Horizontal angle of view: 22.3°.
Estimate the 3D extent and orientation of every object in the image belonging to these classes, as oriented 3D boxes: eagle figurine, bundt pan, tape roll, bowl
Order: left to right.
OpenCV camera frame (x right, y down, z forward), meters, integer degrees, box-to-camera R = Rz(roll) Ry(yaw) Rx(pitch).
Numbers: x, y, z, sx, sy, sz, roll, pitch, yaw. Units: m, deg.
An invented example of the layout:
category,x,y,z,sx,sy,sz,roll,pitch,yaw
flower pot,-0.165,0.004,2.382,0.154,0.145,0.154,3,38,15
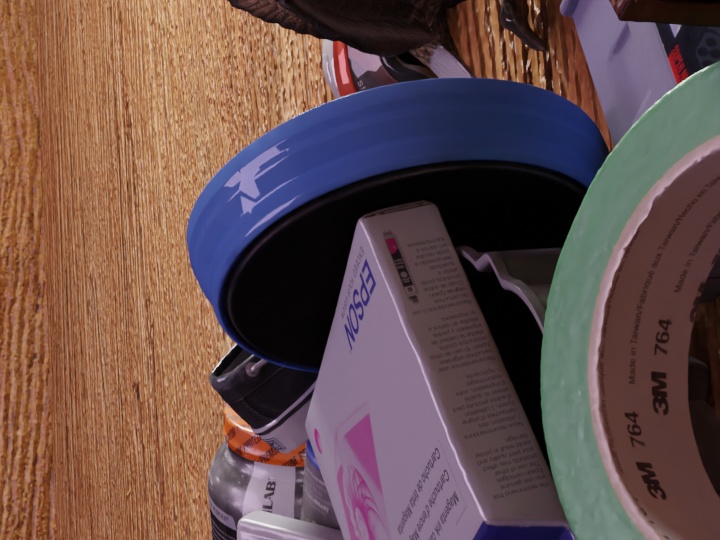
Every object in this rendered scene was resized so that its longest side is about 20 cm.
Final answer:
category,x,y,z,sx,sy,sz,roll,pitch,yaw
eagle figurine,-0.007,-0.160,0.920,0.152,0.199,0.151,101,161,-53
bowl,0.022,-0.012,0.836,0.201,0.200,0.040,114,148,-54
bundt pan,0.095,0.080,0.776,0.202,0.075,0.203,167,90,-72
tape roll,0.142,0.029,0.591,0.200,0.048,0.202,-12,74,51

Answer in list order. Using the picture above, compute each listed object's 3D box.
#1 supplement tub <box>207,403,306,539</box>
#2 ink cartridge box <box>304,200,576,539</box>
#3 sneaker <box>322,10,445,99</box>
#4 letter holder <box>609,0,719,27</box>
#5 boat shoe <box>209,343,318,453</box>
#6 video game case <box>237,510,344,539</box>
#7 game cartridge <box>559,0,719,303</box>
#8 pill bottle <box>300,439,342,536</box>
category,x,y,z,sx,sy,sz,roll,pitch,yaw
supplement tub,-0.029,0.172,1.109,0.123,0.122,0.201,-131,35,-65
ink cartridge box,0.032,0.105,0.799,0.197,0.043,0.201,106,148,-56
sneaker,0.026,-0.191,1.084,0.082,0.077,0.201,-10,80,45
letter holder,0.130,-0.204,0.652,0.142,0.100,0.201,109,154,-44
boat shoe,-0.001,0.000,0.962,0.199,0.068,0.074,-48,17,-7
video game case,0.022,0.229,0.926,0.199,0.023,0.183,9,106,32
game cartridge,0.131,-0.104,0.763,0.130,0.038,0.201,106,157,-53
pill bottle,0.021,0.171,0.996,0.114,0.113,0.201,-134,46,-66
